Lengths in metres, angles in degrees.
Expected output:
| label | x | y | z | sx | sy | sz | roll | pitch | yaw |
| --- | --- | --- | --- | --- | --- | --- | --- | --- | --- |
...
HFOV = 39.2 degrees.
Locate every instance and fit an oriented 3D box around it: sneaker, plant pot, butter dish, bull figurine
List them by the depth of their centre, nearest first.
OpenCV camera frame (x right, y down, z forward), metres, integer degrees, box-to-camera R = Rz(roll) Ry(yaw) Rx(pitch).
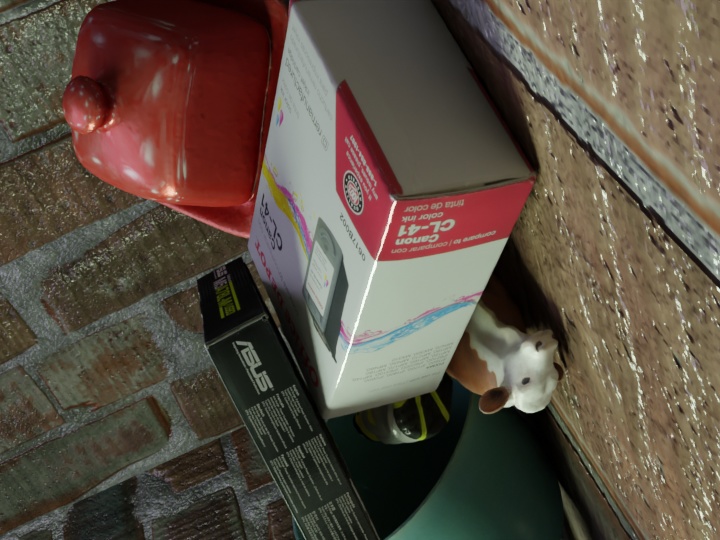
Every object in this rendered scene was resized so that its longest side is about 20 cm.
| label | x | y | z | sx | sy | sz | roll | pitch | yaw |
| --- | --- | --- | --- | --- | --- | --- | --- | --- | --- |
| bull figurine | 0.077 | 0.033 | 0.670 | 0.200 | 0.065 | 0.122 | 118 | 133 | -84 |
| sneaker | 0.029 | 0.038 | 0.786 | 0.075 | 0.076 | 0.201 | 32 | -127 | -30 |
| butter dish | -0.170 | -0.135 | 0.810 | 0.198 | 0.147 | 0.202 | 22 | 113 | 31 |
| plant pot | 0.069 | 0.185 | 0.825 | 0.161 | 0.201 | 0.201 | 40 | -171 | -22 |

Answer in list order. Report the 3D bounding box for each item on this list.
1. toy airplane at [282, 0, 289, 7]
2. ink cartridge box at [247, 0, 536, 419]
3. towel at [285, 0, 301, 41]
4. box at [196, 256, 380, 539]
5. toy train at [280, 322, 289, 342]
| label | x | y | z | sx | sy | sz | roll | pitch | yaw |
| --- | --- | --- | --- | --- | --- | --- | --- | --- | --- |
| toy airplane | -0.082 | -0.210 | 0.925 | 0.199 | 0.140 | 0.202 | -134 | 35 | -53 |
| ink cartridge box | 0.005 | -0.032 | 0.575 | 0.148 | 0.085 | 0.201 | 63 | 151 | 32 |
| towel | -0.037 | -0.148 | 0.714 | 0.201 | 0.030 | 0.147 | -89 | 5 | -55 |
| box | -0.048 | 0.102 | 0.682 | 0.201 | 0.047 | 0.193 | 65 | 172 | -13 |
| toy train | 0.000 | 0.000 | 0.837 | 0.055 | 0.201 | 0.150 | 5 | 145 | 47 |
